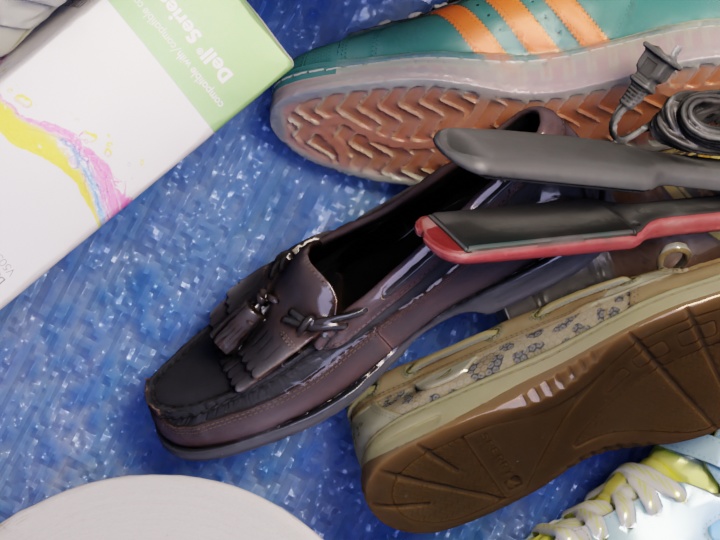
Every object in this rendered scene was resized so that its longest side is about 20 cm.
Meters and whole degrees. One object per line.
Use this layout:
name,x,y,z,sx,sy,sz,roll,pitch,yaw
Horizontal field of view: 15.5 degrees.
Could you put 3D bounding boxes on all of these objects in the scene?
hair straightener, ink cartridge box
hair straightener,0.119,-0.044,0.977,0.200,0.041,0.077,-1,116,-21
ink cartridge box,-0.130,-0.039,0.976,0.200,0.117,0.067,-40,102,-7

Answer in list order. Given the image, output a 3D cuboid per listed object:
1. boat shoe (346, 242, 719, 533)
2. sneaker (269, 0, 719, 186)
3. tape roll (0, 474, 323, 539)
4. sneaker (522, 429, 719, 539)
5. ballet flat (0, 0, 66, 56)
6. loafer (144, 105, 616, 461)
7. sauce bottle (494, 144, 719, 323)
boat shoe,0.088,0.033,1.019,0.200,0.063,0.073,-21,132,3
sneaker,0.063,-0.087,1.044,0.200,0.071,0.080,-5,55,3
tape roll,-0.079,0.177,1.000,0.203,0.037,0.203,-2,74,8
sneaker,0.108,0.092,1.057,0.200,0.080,0.131,4,95,-21
ballet flat,-0.153,-0.103,0.950,0.200,0.072,0.072,-5,97,32
loafer,0.000,0.000,1.015,0.200,0.072,0.063,-28,131,1
sauce bottle,0.144,-0.028,1.058,0.200,0.065,0.065,-25,99,-4
